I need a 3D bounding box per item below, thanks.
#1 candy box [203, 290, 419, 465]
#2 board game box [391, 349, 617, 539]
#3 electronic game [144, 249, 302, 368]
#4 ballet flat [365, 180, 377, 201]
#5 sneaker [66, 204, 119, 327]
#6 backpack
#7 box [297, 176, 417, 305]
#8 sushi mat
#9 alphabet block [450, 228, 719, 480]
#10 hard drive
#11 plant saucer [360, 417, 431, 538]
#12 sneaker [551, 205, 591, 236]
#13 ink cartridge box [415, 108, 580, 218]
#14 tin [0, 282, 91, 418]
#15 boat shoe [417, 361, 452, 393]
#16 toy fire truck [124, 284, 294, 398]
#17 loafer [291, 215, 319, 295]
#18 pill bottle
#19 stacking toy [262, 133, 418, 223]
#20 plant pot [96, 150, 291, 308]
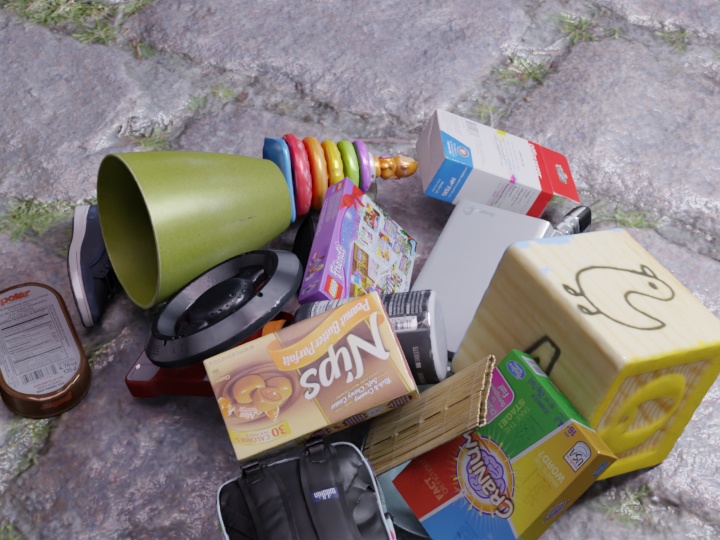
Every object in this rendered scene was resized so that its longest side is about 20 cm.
[{"bbox_3d":[-0.051,0.115,1.430,0.200,0.055,0.116,-22,73,0],"label":"candy box"},{"bbox_3d":[0.144,0.206,1.399,0.200,0.040,0.153,-50,53,15],"label":"board game box"},{"bbox_3d":[-0.153,0.041,1.516,0.200,0.042,0.200,-25,23,12],"label":"electronic game"},{"bbox_3d":[-0.077,-0.121,1.822,0.199,0.063,0.067,2,12,-1],"label":"ballet flat"},{"bbox_3d":[-0.294,-0.019,1.732,0.146,0.077,0.203,-7,46,0],"label":"sneaker"},{"bbox_3d":[-0.046,0.297,1.382,0.177,0.151,0.200,-17,42,-7],"label":"backpack"},{"bbox_3d":[0.000,0.000,1.652,0.039,0.137,0.200,-28,33,34],"label":"box"},{"bbox_3d":[0.068,0.161,1.450,0.012,0.200,0.096,35,47,-22],"label":"sushi mat"},{"bbox_3d":[0.250,0.094,1.494,0.195,0.197,0.200,-9,44,-36],"label":"alphabet block"},{"bbox_3d":[0.136,0.013,1.667,0.132,0.026,0.200,17,68,32],"label":"hard drive"},{"bbox_3d":[0.099,0.224,1.520,0.200,0.039,0.201,-1,47,1],"label":"plant saucer"},{"bbox_3d":[0.203,-0.032,1.728,0.115,0.075,0.200,26,54,27],"label":"sneaker"},{"bbox_3d":[0.179,-0.127,1.782,0.200,0.067,0.116,18,36,-18],"label":"ink cartridge box"},{"bbox_3d":[-0.398,0.093,1.663,0.112,0.042,0.200,-17,49,-19],"label":"tin"},{"bbox_3d":[0.015,0.131,1.587,0.199,0.073,0.062,-15,52,-5],"label":"boat shoe"},{"bbox_3d":[-0.175,0.074,1.633,0.168,0.112,0.200,1,43,29],"label":"toy fire truck"},{"bbox_3d":[-0.039,0.015,1.708,0.072,0.073,0.200,12,45,-27],"label":"loafer"},{"bbox_3d":[-0.008,0.083,1.522,0.199,0.106,0.106,-6,46,11],"label":"pill bottle"},{"bbox_3d":[-0.022,-0.128,1.750,0.199,0.110,0.116,-7,9,-12],"label":"stacking toy"},{"bbox_3d":[-0.191,-0.068,1.651,0.200,0.187,0.187,-15,47,-28],"label":"plant pot"}]
